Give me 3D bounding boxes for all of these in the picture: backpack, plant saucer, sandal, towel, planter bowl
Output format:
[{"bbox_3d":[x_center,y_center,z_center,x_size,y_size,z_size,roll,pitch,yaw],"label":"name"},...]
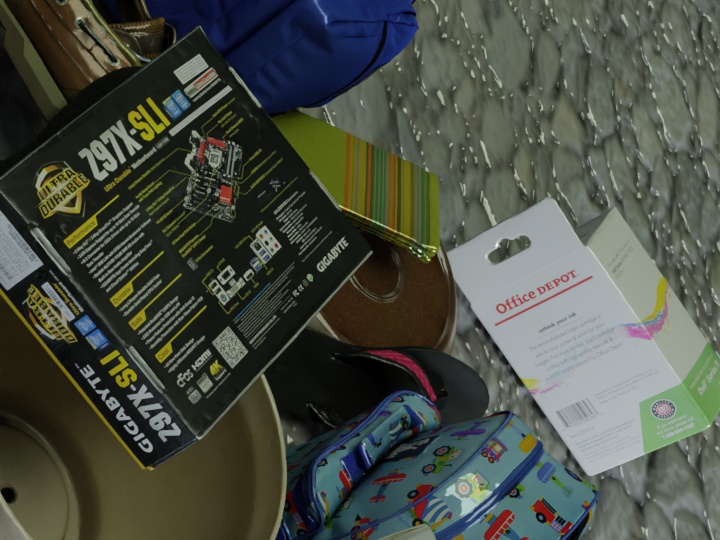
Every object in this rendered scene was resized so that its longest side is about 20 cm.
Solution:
[{"bbox_3d":[-0.046,-0.192,1.298,0.200,0.162,0.168,-20,84,-61],"label":"backpack"},{"bbox_3d":[0.000,0.000,1.332,0.200,0.032,0.201,24,52,-35],"label":"plant saucer"},{"bbox_3d":[0.028,0.148,1.141,0.183,0.200,0.135,-34,94,-50],"label":"backpack"},{"bbox_3d":[0.005,0.079,1.256,0.200,0.045,0.075,16,94,-35],"label":"sandal"},{"bbox_3d":[-0.036,-0.073,1.305,0.200,0.018,0.086,24,37,-18],"label":"towel"},{"bbox_3d":[-0.157,0.100,1.020,0.200,0.135,0.201,27,48,-34],"label":"planter bowl"}]

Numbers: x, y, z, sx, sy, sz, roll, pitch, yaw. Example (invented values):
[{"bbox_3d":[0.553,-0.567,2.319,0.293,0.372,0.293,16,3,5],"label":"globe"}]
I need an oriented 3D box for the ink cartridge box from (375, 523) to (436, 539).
[{"bbox_3d":[-0.025,0.235,1.031,0.083,0.200,0.147,-16,80,-50],"label":"ink cartridge box"}]

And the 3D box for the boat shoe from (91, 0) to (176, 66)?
[{"bbox_3d":[-0.152,-0.129,1.210,0.072,0.072,0.200,-20,83,-51],"label":"boat shoe"}]

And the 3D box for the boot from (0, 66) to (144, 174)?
[{"bbox_3d":[-0.169,-0.006,1.124,0.200,0.138,0.077,-37,55,-18],"label":"boot"}]

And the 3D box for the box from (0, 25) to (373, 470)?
[{"bbox_3d":[-0.096,-0.017,1.016,0.160,0.049,0.200,50,39,-7],"label":"box"}]

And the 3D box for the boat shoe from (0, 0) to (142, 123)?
[{"bbox_3d":[-0.194,-0.175,1.160,0.200,0.068,0.072,61,-3,-1],"label":"boat shoe"}]

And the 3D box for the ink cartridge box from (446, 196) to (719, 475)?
[{"bbox_3d":[0.163,0.036,1.416,0.200,0.117,0.067,55,39,-8],"label":"ink cartridge box"}]
